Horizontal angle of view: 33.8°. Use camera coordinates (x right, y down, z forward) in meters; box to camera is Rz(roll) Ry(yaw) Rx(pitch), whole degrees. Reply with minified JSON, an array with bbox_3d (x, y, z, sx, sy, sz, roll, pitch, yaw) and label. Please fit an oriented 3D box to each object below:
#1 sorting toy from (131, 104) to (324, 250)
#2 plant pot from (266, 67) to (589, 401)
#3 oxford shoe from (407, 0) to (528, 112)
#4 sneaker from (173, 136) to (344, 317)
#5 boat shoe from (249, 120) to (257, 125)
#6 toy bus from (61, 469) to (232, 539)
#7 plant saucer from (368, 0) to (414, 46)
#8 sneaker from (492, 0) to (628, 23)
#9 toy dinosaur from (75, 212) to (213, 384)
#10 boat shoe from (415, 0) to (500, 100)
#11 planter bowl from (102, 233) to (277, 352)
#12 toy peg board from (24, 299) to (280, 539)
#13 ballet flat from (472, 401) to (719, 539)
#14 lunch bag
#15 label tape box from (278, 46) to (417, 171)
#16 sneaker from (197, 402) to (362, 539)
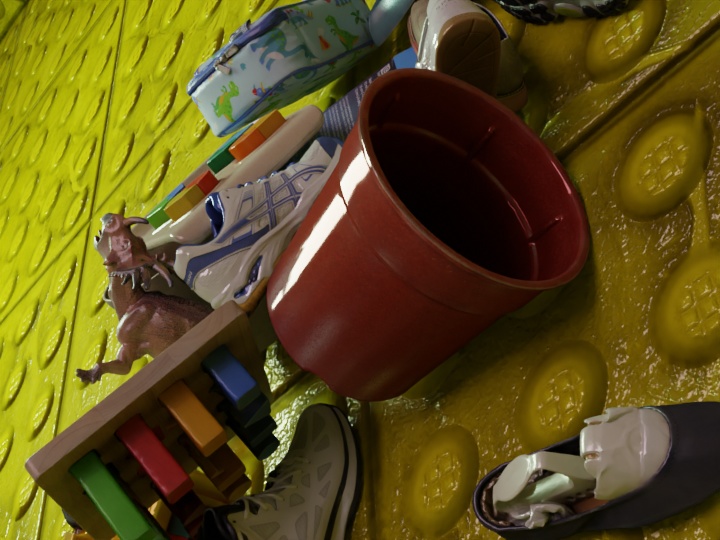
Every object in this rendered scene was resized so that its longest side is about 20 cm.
[{"bbox_3d":[-0.139,-0.090,1.139,0.185,0.037,0.200,-45,18,-19],"label":"sorting toy"},{"bbox_3d":[0.035,-0.013,0.903,0.195,0.200,0.202,-48,31,39],"label":"plant pot"},{"bbox_3d":[0.094,-0.213,1.052,0.070,0.074,0.200,-19,38,-13],"label":"oxford shoe"},{"bbox_3d":[-0.083,-0.056,1.015,0.201,0.088,0.075,-57,1,-32],"label":"sneaker"},{"bbox_3d":[-0.131,-0.077,1.345,0.072,0.060,0.203,35,100,29],"label":"boat shoe"},{"bbox_3d":[-0.188,0.273,1.103,0.191,0.135,0.201,6,73,42],"label":"toy bus"},{"bbox_3d":[0.062,-0.317,1.191,0.201,0.027,0.200,-57,8,13],"label":"plant saucer"},{"bbox_3d":[0.168,-0.264,1.009,0.199,0.077,0.085,19,78,51],"label":"sneaker"},{"bbox_3d":[-0.159,0.048,1.039,0.136,0.199,0.086,-56,19,18],"label":"toy dinosaur"},{"bbox_3d":[0.076,-0.144,0.969,0.201,0.070,0.070,94,162,-49],"label":"boat shoe"},{"bbox_3d":[-0.135,0.010,1.170,0.200,0.135,0.200,-35,18,13],"label":"planter bowl"},{"bbox_3d":[-0.138,0.157,0.960,0.199,0.200,0.098,-39,68,-15],"label":"toy peg board"},{"bbox_3d":[0.143,0.124,0.724,0.200,0.073,0.074,-32,42,43],"label":"ballet flat"},{"bbox_3d":[-0.080,-0.221,1.256,0.160,0.083,0.200,-32,2,42],"label":"lunch bag"},{"bbox_3d":[0.013,-0.113,1.125,0.199,0.066,0.144,-34,37,16],"label":"label tape box"},{"bbox_3d":[-0.067,0.185,0.967,0.076,0.115,0.202,-34,40,41],"label":"sneaker"}]
